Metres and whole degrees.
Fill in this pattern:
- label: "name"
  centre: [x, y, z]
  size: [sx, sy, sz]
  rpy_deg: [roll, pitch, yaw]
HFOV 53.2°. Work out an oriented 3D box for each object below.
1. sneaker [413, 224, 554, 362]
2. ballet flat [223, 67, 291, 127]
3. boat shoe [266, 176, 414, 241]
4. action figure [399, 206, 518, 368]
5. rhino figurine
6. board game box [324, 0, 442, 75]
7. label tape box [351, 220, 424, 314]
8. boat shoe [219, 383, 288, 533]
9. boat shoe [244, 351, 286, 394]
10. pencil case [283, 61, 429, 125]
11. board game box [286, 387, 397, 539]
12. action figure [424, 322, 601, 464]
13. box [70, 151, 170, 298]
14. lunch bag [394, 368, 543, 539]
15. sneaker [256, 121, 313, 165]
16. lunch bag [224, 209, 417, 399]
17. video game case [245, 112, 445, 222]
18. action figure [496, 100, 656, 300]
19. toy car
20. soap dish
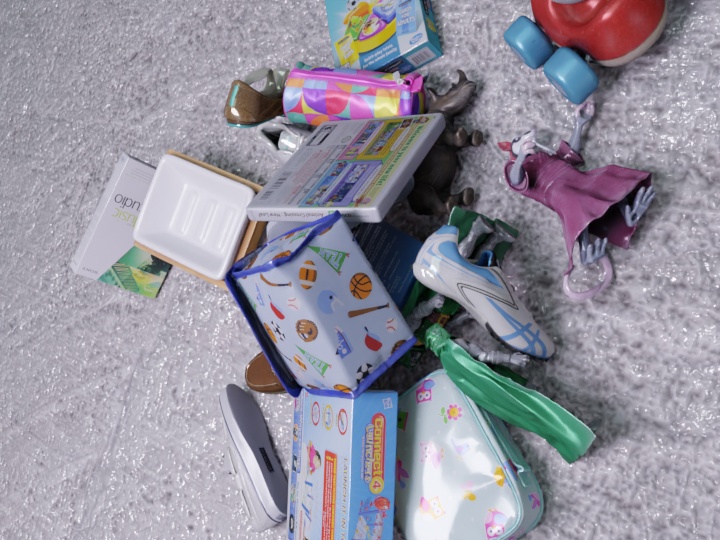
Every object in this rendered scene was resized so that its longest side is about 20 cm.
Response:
- label: "sneaker"
  centre: [0.142, 0.029, 0.758]
  size: [0.073, 0.199, 0.072]
  rpy_deg: [-52, 21, 1]
- label: "ballet flat"
  centre: [-0.125, -0.244, 1.000]
  size: [0.066, 0.199, 0.074]
  rpy_deg: [14, 110, 22]
- label: "boat shoe"
  centre: [-0.031, -0.095, 0.898]
  size: [0.197, 0.074, 0.069]
  rpy_deg: [-29, 49, 13]
- label: "action figure"
  centre: [0.100, 0.030, 0.833]
  size: [0.202, 0.116, 0.055]
  rpy_deg: [-59, 39, 20]
- label: "rhino figurine"
  centre: [0.104, -0.161, 0.903]
  size: [0.086, 0.059, 0.205]
  rpy_deg: [1, 76, 44]
- label: "board game box"
  centre: [0.025, -0.365, 1.018]
  size: [0.149, 0.047, 0.205]
  rpy_deg: [-21, 67, 29]
- label: "label tape box"
  centre: [0.000, 0.000, 0.934]
  size: [0.199, 0.063, 0.146]
  rpy_deg: [33, 97, 37]
- label: "boat shoe"
  centre: [-0.156, 0.255, 0.982]
  size: [0.065, 0.072, 0.202]
  rpy_deg: [-36, 68, 17]
- label: "boat shoe"
  centre: [-0.091, 0.117, 0.966]
  size: [0.197, 0.067, 0.074]
  rpy_deg: [-22, 67, 29]
- label: "pencil case"
  centre: [-0.006, -0.230, 0.954]
  size: [0.195, 0.088, 0.091]
  rpy_deg: [8, 82, 18]
- label: "board game box"
  centre: [-0.027, 0.234, 0.832]
  size: [0.195, 0.055, 0.205]
  rpy_deg: [171, 102, -65]
- label: "action figure"
  centre: [0.149, 0.118, 0.746]
  size: [0.198, 0.119, 0.055]
  rpy_deg: [34, 66, 18]
- label: "box"
  centre: [-0.354, -0.067, 1.151]
  size: [0.036, 0.143, 0.203]
  rpy_deg: [36, 101, 49]
- label: "lunch bag"
  centre: [0.104, 0.222, 0.798]
  size: [0.160, 0.077, 0.202]
  rpy_deg: [-40, 59, 19]
- label: "sneaker"
  centre: [-0.074, -0.162, 1.018]
  size: [0.198, 0.080, 0.072]
  rpy_deg: [25, 91, 35]
- label: "lunch bag"
  centre: [-0.061, 0.046, 0.800]
  size: [0.172, 0.123, 0.199]
  rpy_deg: [60, 154, -11]
- label: "video game case"
  centre: [-0.015, -0.123, 0.848]
  size: [0.179, 0.022, 0.201]
  rpy_deg: [3, 40, 32]
- label: "action figure"
  centre: [0.226, -0.091, 0.799]
  size: [0.200, 0.132, 0.152]
  rpy_deg: [45, 148, 46]
- label: "toy car"
  centre: [0.222, -0.324, 0.758]
  size: [0.184, 0.199, 0.178]
  rpy_deg: [-44, 43, 14]
- label: "soap dish"
  centre: [-0.236, -0.076, 1.088]
  size: [0.197, 0.081, 0.160]
  rpy_deg: [23, 92, 23]
